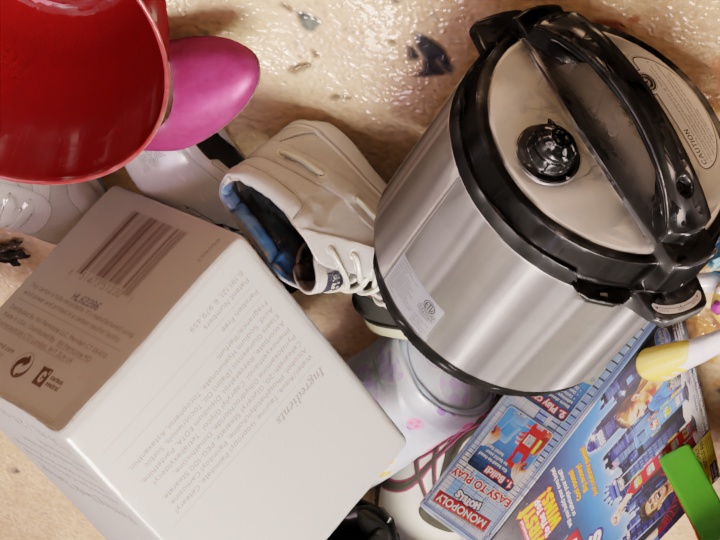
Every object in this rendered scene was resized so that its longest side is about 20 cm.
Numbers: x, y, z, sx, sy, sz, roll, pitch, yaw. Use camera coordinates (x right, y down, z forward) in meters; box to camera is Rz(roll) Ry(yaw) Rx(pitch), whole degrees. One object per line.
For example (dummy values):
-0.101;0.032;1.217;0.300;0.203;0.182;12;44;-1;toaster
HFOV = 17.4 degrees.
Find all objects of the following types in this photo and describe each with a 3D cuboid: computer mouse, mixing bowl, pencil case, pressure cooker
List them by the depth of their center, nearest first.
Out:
-0.190;-0.159;1.341;0.198;0.109;0.201;9;136;8;mixing bowl
0.115;-0.041;1.342;0.175;0.179;0.200;24;142;-8;pressure cooker
-0.094;-0.040;1.517;0.109;0.044;0.200;-17;133;35;computer mouse
0.006;0.096;1.609;0.083;0.091;0.200;27;138;-24;pencil case

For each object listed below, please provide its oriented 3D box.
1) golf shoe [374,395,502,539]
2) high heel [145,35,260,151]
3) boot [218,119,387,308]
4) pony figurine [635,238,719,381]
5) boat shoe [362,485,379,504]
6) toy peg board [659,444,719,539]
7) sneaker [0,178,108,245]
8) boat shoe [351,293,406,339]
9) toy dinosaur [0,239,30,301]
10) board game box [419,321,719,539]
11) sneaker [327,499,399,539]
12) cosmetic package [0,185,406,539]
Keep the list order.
0.065;0.146;1.625;0.077;0.088;0.201;20;125;-14;golf shoe
-0.158;-0.107;1.415;0.199;0.068;0.096;-3;175;37;high heel
0.000;0.000;1.429;0.200;0.095;0.074;44;133;10;boot
0.272;0.020;1.391;0.191;0.168;0.200;-2;170;-12;pony figurine
0.033;0.201;1.757;0.071;0.072;0.201;6;134;8;boat shoe
0.300;0.157;1.569;0.199;0.098;0.199;-26;149;3;toy peg board
-0.254;-0.058;1.516;0.199;0.081;0.077;27;139;-17;sneaker
0.085;0.007;1.492;0.200;0.074;0.063;1;144;22;boat shoe
-0.277;0.016;1.608;0.199;0.089;0.048;18;142;-4;toy dinosaur
0.136;0.129;1.529;0.062;0.200;0.201;33;156;38;board game box
0.024;0.218;1.617;0.199;0.077;0.111;23;157;5;sneaker
-0.114;0.085;1.483;0.167;0.167;0.200;19;153;54;cosmetic package
